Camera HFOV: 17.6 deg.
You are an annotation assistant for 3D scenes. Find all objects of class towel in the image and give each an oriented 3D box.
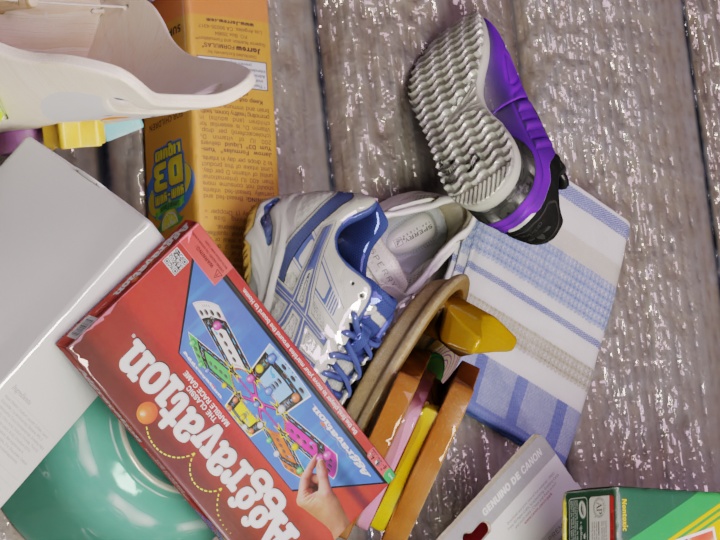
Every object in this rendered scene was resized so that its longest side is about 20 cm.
[{"bbox_3d":[0.115,0.020,1.641,0.147,0.024,0.200,30,65,-28],"label":"towel"}]

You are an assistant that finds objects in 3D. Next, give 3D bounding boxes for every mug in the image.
[{"bbox_3d":[-0.143,0.086,1.388,0.185,0.114,0.152,49,57,-16],"label":"mug"}]

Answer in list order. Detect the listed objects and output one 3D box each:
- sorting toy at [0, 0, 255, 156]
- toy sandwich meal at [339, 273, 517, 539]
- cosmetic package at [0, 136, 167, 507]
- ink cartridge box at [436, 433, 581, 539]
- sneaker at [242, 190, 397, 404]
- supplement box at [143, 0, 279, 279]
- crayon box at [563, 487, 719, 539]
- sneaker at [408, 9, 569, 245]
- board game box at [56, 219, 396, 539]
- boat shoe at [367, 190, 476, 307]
[{"bbox_3d":[-0.164,-0.114,1.357,0.200,0.180,0.107,-4,98,-53],"label":"sorting toy"},{"bbox_3d":[0.038,0.093,1.466,0.070,0.205,0.205,28,59,10],"label":"toy sandwich meal"},{"bbox_3d":[-0.203,0.037,1.313,0.200,0.113,0.081,-47,147,-11],"label":"cosmetic package"},{"bbox_3d":[0.086,0.235,1.528,0.200,0.084,0.176,-42,105,-35],"label":"ink cartridge box"},{"bbox_3d":[-0.024,0.039,1.389,0.075,0.088,0.201,48,37,-59],"label":"sneaker"},{"bbox_3d":[-0.096,-0.078,1.491,0.069,0.066,0.201,2,77,-34],"label":"supplement box"},{"bbox_3d":[0.210,0.239,1.448,0.172,0.058,0.201,6,79,-33],"label":"crayon box"},{"bbox_3d":[0.095,-0.090,1.600,0.099,0.070,0.200,36,30,-34],"label":"sneaker"},{"bbox_3d":[-0.072,0.080,1.309,0.103,0.019,0.200,-45,114,-16],"label":"board game box"},{"bbox_3d":[0.000,0.000,1.536,0.200,0.069,0.071,-39,103,-34],"label":"boat shoe"}]
